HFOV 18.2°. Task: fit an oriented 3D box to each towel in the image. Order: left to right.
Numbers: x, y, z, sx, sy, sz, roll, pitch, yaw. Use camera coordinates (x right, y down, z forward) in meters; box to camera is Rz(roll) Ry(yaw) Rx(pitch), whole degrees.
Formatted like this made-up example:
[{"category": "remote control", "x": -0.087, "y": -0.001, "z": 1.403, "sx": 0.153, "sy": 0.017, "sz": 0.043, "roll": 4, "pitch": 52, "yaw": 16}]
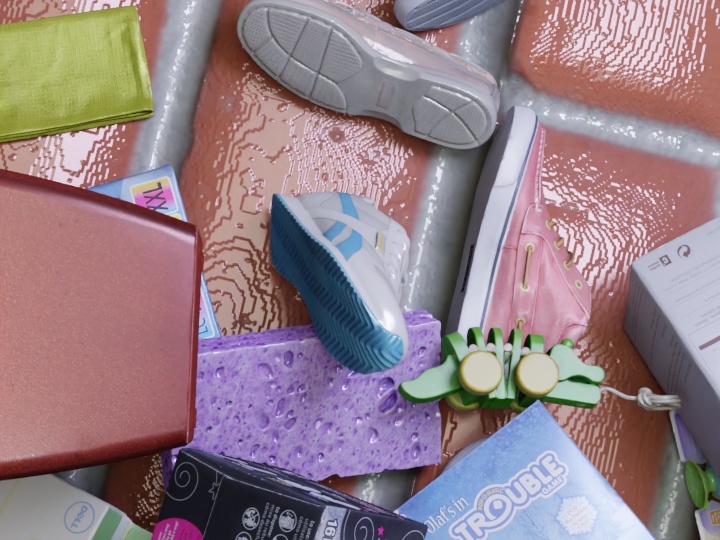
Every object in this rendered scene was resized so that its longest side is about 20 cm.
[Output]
[{"category": "towel", "x": -0.251, "y": -0.136, "z": 1.608, "sx": 0.200, "sy": 0.018, "sz": 0.086, "roll": -10, "pitch": 85, "yaw": -9}]

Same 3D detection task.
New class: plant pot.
[{"category": "plant pot", "x": -0.190, "y": 0.038, "z": 1.423, "sx": 0.176, "sy": 0.200, "sz": 0.200, "roll": 2, "pitch": 87, "yaw": -2}]

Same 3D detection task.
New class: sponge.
[{"category": "sponge", "x": -0.041, "y": 0.094, "z": 1.562, "sx": 0.200, "sy": 0.030, "sz": 0.112, "roll": -7, "pitch": 113, "yaw": -18}]

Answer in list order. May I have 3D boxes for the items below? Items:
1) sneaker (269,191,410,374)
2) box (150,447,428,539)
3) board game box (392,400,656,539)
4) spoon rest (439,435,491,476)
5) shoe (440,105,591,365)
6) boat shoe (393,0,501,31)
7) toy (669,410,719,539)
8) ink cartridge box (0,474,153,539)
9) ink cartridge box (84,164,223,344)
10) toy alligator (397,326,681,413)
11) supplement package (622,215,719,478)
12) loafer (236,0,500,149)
[{"category": "sneaker", "x": 0.000, "y": 0.000, "z": 1.542, "sx": 0.081, "sy": 0.200, "sz": 0.077, "roll": -6, "pitch": 122, "yaw": -18}, {"category": "box", "x": -0.062, "y": 0.229, "z": 1.411, "sx": 0.132, "sy": 0.115, "sz": 0.200, "roll": 17, "pitch": 90, "yaw": 38}, {"category": "board game box", "x": 0.104, "y": 0.224, "z": 1.505, "sx": 0.200, "sy": 0.043, "sz": 0.199, "roll": -37, "pitch": 74, "yaw": -13}, {"category": "spoon rest", "x": 0.057, "y": 0.184, "z": 1.583, "sx": 0.200, "sy": 0.061, "sz": 0.099, "roll": -30, "pitch": 49, "yaw": -9}, {"category": "shoe", "x": 0.124, "y": -0.012, "z": 1.617, "sx": 0.091, "sy": 0.071, "sz": 0.201, "roll": 14, "pitch": 87, "yaw": -7}, {"category": "boat shoe", "x": 0.100, "y": -0.242, "z": 1.649, "sx": 0.200, "sy": 0.074, "sz": 0.067, "roll": -27, "pitch": 72, "yaw": -20}, {"category": "toy", "x": 0.334, "y": 0.134, "z": 1.634, "sx": 0.200, "sy": 0.047, "sz": 0.115, "roll": -13, "pitch": 85, "yaw": -8}, {"category": "ink cartridge box", "x": -0.195, "y": 0.225, "z": 1.509, "sx": 0.200, "sy": 0.048, "sz": 0.146, "roll": 23, "pitch": 78, "yaw": 30}, {"category": "ink cartridge box", "x": -0.209, "y": 0.020, "z": 1.566, "sx": 0.200, "sy": 0.076, "sz": 0.137, "roll": -16, "pitch": 85, "yaw": -8}, {"category": "toy alligator", "x": 0.124, "y": 0.067, "z": 1.563, "sx": 0.199, "sy": 0.059, "sz": 0.054, "roll": 2, "pitch": 72, "yaw": -8}, {"category": "supplement package", "x": 0.284, "y": 0.071, "z": 1.571, "sx": 0.117, "sy": 0.117, "sz": 0.200, "roll": -26, "pitch": 67, "yaw": -9}, {"category": "loafer", "x": 0.007, "y": -0.151, "z": 1.628, "sx": 0.200, "sy": 0.072, "sz": 0.063, "roll": 24, "pitch": 37, "yaw": -4}]
